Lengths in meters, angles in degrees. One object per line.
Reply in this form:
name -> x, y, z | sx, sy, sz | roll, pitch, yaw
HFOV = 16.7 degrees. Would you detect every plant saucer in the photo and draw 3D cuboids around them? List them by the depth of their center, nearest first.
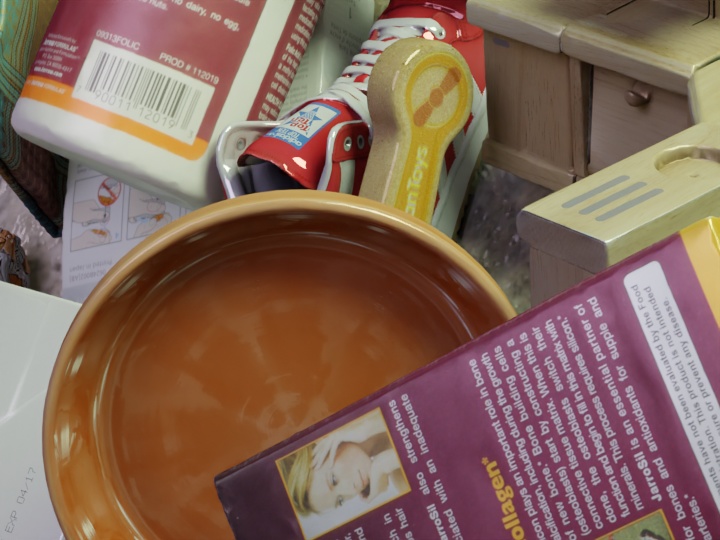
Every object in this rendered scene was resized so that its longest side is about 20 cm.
plant saucer -> -0.025, 0.064, 0.969 | 0.200, 0.200, 0.032 | -46, 14, 12

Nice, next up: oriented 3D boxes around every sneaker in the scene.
sneaker -> 0.003, -0.077, 1.088 | 0.071, 0.112, 0.201 | 0, 69, 39

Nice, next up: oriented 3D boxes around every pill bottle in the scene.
pill bottle -> -0.072, -0.135, 1.116 | 0.114, 0.114, 0.201 | 20, 86, 42

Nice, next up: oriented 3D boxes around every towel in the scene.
towel -> -0.158, -0.135, 1.229 | 0.022, 0.147, 0.201 | 0, 69, 13

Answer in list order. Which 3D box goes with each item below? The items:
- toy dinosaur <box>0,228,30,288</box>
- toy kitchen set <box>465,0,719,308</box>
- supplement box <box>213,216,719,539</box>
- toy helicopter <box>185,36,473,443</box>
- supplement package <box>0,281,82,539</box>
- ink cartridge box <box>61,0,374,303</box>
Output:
toy dinosaur -> -0.240, 0.066, 1.233 | 0.135, 0.102, 0.200 | 15, 53, 23
toy kitchen set -> 0.082, -0.073, 0.935 | 0.200, 0.180, 0.164 | 24, 128, 42
supplement box -> 0.065, 0.077, 0.794 | 0.199, 0.086, 0.111 | -29, 74, 25
toy helicopter -> 0.000, 0.000, 1.015 | 0.079, 0.132, 0.201 | 12, 89, 54
supplement package -> -0.157, 0.117, 1.121 | 0.155, 0.111, 0.201 | 14, 78, 37
ink cartridge box -> -0.069, -0.076, 1.198 | 0.159, 0.047, 0.201 | -11, 69, 34
